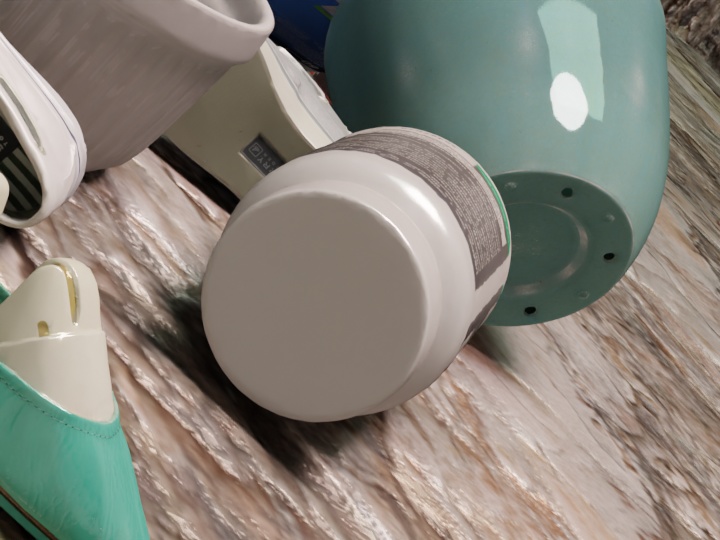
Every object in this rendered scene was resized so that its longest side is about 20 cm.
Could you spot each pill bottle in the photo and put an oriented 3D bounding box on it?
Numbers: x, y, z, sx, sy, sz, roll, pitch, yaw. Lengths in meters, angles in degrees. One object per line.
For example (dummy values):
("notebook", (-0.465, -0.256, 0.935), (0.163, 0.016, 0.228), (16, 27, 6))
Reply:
("pill bottle", (0.000, 0.000, 1.042), (0.113, 0.113, 0.200), (42, 13, 3))

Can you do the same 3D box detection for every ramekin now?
("ramekin", (-0.145, -0.135, 1.068), (0.200, 0.105, 0.200), (39, 14, -12))

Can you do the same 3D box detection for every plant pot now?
("plant pot", (0.082, -0.069, 1.329), (0.200, 0.200, 0.162), (33, 36, -33))

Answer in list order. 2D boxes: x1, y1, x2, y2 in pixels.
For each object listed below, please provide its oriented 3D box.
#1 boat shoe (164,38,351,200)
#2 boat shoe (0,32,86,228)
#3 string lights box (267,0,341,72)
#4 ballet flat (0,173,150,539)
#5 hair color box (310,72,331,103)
("boat shoe", (-0.055, -0.079, 1.208), (0.201, 0.070, 0.072), (51, 12, -16))
("boat shoe", (-0.182, -0.096, 0.909), (0.200, 0.074, 0.067), (40, 11, -12))
("string lights box", (-0.012, -0.167, 1.461), (0.103, 0.059, 0.200), (33, -12, -34))
("ballet flat", (-0.126, 0.007, 0.755), (0.200, 0.070, 0.067), (44, 13, 7))
("hair color box", (0.074, -0.120, 1.624), (0.200, 0.111, 0.064), (31, 16, -41))
